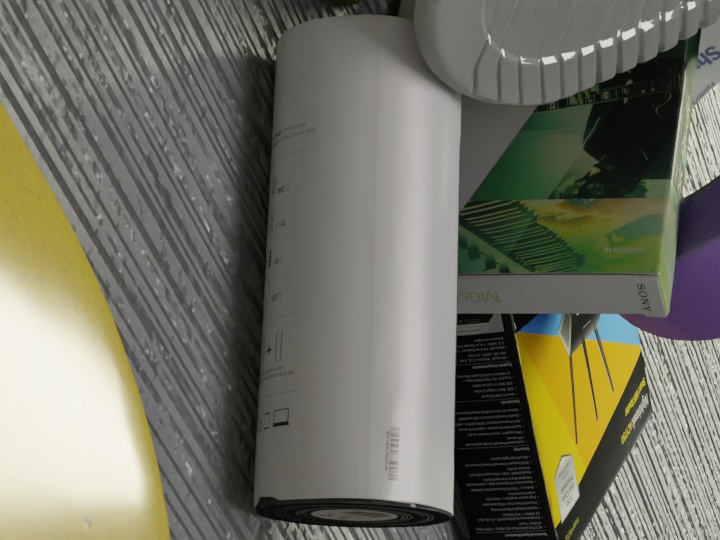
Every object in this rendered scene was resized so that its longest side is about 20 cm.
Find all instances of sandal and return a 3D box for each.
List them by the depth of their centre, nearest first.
[{"bbox_3d":[0.092,-0.119,0.805,0.203,0.050,0.083,-15,123,-38],"label":"sandal"}]

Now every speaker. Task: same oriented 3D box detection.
[{"bbox_3d":[0.000,0.000,0.768,0.081,0.081,0.200,29,59,-60],"label":"speaker"}]

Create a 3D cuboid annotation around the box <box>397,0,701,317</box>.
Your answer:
[{"bbox_3d":[0.078,-0.070,0.866,0.036,0.144,0.200,63,32,-52],"label":"box"}]

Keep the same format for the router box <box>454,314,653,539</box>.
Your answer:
[{"bbox_3d":[0.097,0.046,0.991,0.200,0.051,0.149,-42,123,-61],"label":"router box"}]

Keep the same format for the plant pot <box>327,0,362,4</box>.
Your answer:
[{"bbox_3d":[0.066,-0.228,0.816,0.200,0.193,0.201,-5,90,-65],"label":"plant pot"}]

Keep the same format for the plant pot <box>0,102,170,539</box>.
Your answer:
[{"bbox_3d":[-0.151,0.033,0.337,0.194,0.195,0.200,49,34,-51],"label":"plant pot"}]

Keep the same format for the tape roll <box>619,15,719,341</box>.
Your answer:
[{"bbox_3d":[0.169,-0.069,0.896,0.066,0.200,0.200,35,52,-31],"label":"tape roll"}]
